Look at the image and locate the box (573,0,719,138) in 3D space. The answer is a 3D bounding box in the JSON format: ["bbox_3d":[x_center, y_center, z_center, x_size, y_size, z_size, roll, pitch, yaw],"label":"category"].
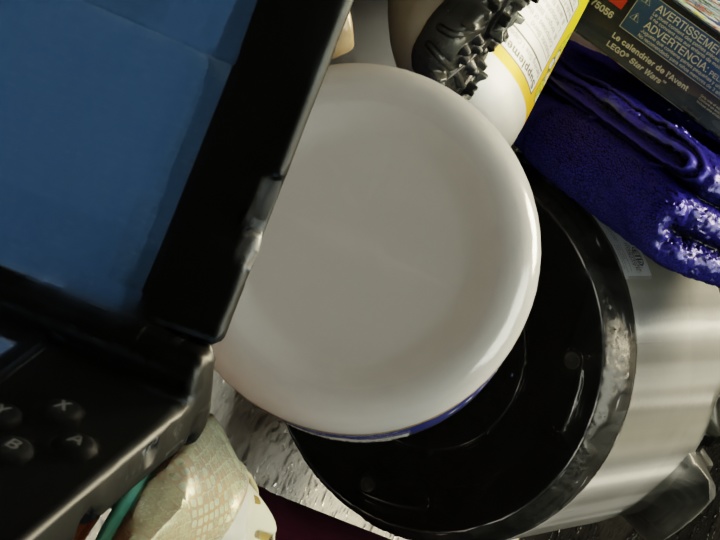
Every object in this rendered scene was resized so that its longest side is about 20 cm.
[{"bbox_3d":[0.181,-0.079,1.220,0.040,0.137,0.200,-55,165,13],"label":"box"}]

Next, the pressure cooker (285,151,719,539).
[{"bbox_3d":[0.076,0.035,1.232,0.200,0.178,0.176,-2,95,-63],"label":"pressure cooker"}]

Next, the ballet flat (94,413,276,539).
[{"bbox_3d":[-0.056,0.086,0.979,0.068,0.062,0.200,-58,-177,1],"label":"ballet flat"}]

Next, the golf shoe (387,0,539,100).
[{"bbox_3d":[0.021,-0.121,0.977,0.078,0.094,0.200,-54,-172,22],"label":"golf shoe"}]

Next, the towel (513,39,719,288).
[{"bbox_3d":[0.128,-0.050,1.170,0.147,0.200,0.050,17,107,-36],"label":"towel"}]

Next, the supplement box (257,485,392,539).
[{"bbox_3d":[-0.042,0.209,1.184,0.103,0.131,0.201,-5,113,-68],"label":"supplement box"}]

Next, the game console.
[{"bbox_3d":[-0.129,-0.030,0.625,0.176,0.200,0.117,-39,144,-53],"label":"game console"}]

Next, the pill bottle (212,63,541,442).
[{"bbox_3d":[0.000,0.000,0.929,0.200,0.115,0.116,78,34,-86],"label":"pill bottle"}]

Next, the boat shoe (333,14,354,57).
[{"bbox_3d":[-0.024,-0.116,0.923,0.200,0.064,0.071,-86,165,-57],"label":"boat shoe"}]

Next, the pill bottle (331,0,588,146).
[{"bbox_3d":[0.036,-0.112,1.117,0.200,0.104,0.104,-61,158,-21],"label":"pill bottle"}]

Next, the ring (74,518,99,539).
[{"bbox_3d":[-0.109,0.027,0.864,0.201,0.019,0.201,-52,153,-41],"label":"ring"}]

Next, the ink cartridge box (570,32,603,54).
[{"bbox_3d":[0.136,-0.151,1.366,0.200,0.084,0.145,-16,124,-66],"label":"ink cartridge box"}]
